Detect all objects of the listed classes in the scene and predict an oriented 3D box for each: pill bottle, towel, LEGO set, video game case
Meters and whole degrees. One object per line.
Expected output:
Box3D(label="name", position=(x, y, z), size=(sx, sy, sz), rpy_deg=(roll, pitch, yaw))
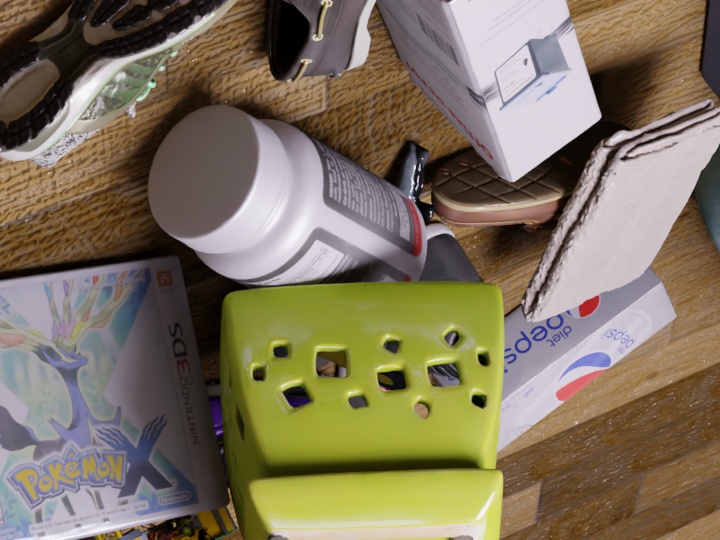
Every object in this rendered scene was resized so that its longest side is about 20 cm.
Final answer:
Box3D(label="pill bottle", position=(-0.051, -0.037, 1.608), size=(0.114, 0.114, 0.200), rpy_deg=(-47, 143, 12))
Box3D(label="towel", position=(0.200, -0.046, 1.781), size=(0.132, 0.035, 0.200), rpy_deg=(-21, 149, -36))
Box3D(label="LEGO set", position=(-0.200, 0.180, 1.706), size=(0.153, 0.116, 0.200), rpy_deg=(-23, 176, -46))
Box3D(label="video game case", position=(-0.194, 0.091, 1.590), size=(0.199, 0.183, 0.022), rpy_deg=(-9, 174, -34))

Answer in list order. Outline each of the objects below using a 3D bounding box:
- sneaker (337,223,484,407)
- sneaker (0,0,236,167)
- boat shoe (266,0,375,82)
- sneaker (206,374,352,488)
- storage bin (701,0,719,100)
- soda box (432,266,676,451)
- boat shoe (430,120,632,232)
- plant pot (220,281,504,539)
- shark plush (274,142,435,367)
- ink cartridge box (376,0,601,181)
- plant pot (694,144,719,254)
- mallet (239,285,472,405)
Box3D(label="sneaker", position=(0.047, 0.070, 1.820), size=(0.070, 0.099, 0.201), rpy_deg=(-8, 135, -37))
Box3D(label="sneaker", position=(-0.154, -0.134, 1.467), size=(0.200, 0.077, 0.089), rpy_deg=(-35, 157, 3))
Box3D(label="boat shoe", position=(-0.028, -0.186, 1.486), size=(0.060, 0.072, 0.202), rpy_deg=(-22, 154, -15))
Box3D(label="sneaker", position=(-0.079, 0.139, 1.781), size=(0.199, 0.100, 0.070), rpy_deg=(-10, 136, -29))
Box3D(label="storage bin", position=(0.326, -0.174, 1.768), size=(0.145, 0.134, 0.201), rpy_deg=(-25, 141, -18))
Box3D(label="soda box", position=(0.163, 0.062, 1.938), size=(0.200, 0.068, 0.064), rpy_deg=(-37, 144, -3))
Box3D(label="boat shoe", position=(0.138, -0.059, 1.782), size=(0.199, 0.072, 0.068), rpy_deg=(-14, 136, -33))
Box3D(label="plant pot", position=(0.004, 0.139, 1.595), size=(0.199, 0.182, 0.200), rpy_deg=(-1, 141, -3))
Box3D(label="shark plush", position=(0.000, 0.000, 1.737), size=(0.083, 0.091, 0.200), rpy_deg=(22, 123, -17))
Box3D(label="ink cartridge box", position=(0.071, -0.177, 1.535), size=(0.086, 0.147, 0.200), rpy_deg=(-37, 144, -5))
Box3D(label="plant pot", position=(0.385, -0.034, 1.910), size=(0.196, 0.200, 0.196), rpy_deg=(-39, 146, 1))
Box3D(label="mallet", position=(-0.004, 0.058, 1.716), size=(0.041, 0.199, 0.066), rpy_deg=(-62, 168, -65))
